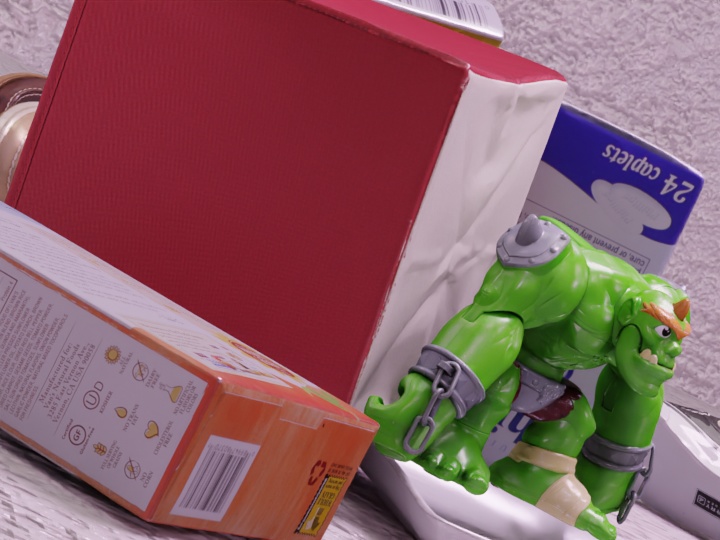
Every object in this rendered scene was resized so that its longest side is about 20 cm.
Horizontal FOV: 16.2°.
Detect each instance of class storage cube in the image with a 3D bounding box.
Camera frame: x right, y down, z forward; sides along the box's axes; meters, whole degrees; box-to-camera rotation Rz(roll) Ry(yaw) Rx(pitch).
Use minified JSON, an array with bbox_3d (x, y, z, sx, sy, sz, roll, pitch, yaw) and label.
[{"bbox_3d":[-0.035,-0.038,1.139,0.179,0.201,0.171,22,9,17],"label":"storage cube"}]

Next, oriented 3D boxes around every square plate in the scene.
[{"bbox_3d":[0.088,0.130,1.116,0.199,0.029,0.198,26,4,-16],"label":"square plate"}]

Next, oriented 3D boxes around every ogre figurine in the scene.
[{"bbox_3d":[0.084,0.044,1.119,0.200,0.120,0.098,24,5,-34],"label":"ogre figurine"}]

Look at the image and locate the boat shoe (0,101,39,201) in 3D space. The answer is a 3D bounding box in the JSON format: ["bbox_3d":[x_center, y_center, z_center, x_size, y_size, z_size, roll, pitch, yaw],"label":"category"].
[{"bbox_3d":[-0.160,-0.049,1.512,0.069,0.074,0.200,22,1,21],"label":"boat shoe"}]

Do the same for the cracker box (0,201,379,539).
[{"bbox_3d":[-0.108,0.026,0.916,0.200,0.058,0.134,30,3,26],"label":"cracker box"}]

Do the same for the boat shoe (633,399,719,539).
[{"bbox_3d":[0.240,0.136,1.710,0.200,0.071,0.064,36,40,22],"label":"boat shoe"}]

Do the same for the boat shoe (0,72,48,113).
[{"bbox_3d":[-0.196,-0.089,1.855,0.070,0.071,0.200,24,1,36],"label":"boat shoe"}]

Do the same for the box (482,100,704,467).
[{"bbox_3d":[0.076,0.013,1.305,0.105,0.201,0.184,25,3,-4],"label":"box"}]

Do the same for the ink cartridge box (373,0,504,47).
[{"bbox_3d":[-0.057,-0.075,1.309,0.197,0.200,0.047,13,31,-24],"label":"ink cartridge box"}]
